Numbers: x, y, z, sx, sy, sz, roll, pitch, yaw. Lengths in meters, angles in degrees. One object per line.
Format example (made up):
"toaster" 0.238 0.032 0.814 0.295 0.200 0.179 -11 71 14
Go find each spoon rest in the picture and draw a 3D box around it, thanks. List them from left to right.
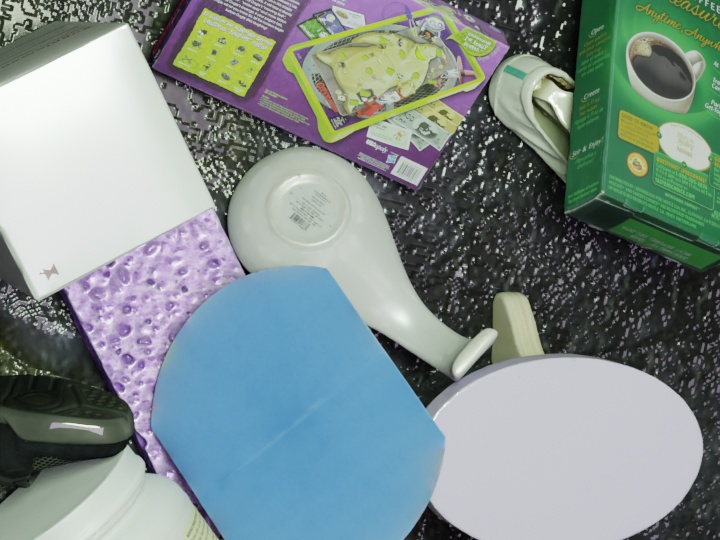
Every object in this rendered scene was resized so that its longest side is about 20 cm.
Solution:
"spoon rest" 0.000 0.000 1.494 0.200 0.061 0.099 41 76 14

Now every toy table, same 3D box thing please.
"toy table" 0.112 0.111 1.535 0.200 0.117 0.184 12 92 -20

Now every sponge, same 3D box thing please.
"sponge" -0.106 0.067 1.503 0.111 0.030 0.200 -28 104 -14

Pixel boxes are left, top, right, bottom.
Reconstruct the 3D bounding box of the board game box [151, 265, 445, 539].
"board game box" -0.036 0.099 1.460 0.158 0.039 0.200 -40 73 15

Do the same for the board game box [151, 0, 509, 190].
"board game box" -0.019 -0.142 1.485 0.200 0.032 0.120 24 119 -20

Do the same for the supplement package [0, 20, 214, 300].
"supplement package" -0.184 -0.070 1.372 0.120 0.200 0.121 -28 104 -14

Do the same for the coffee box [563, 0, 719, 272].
"coffee box" 0.199 -0.110 1.527 0.123 0.044 0.200 21 61 -28

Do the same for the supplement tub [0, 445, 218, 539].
"supplement tub" -0.139 0.219 1.446 0.145 0.145 0.200 -38 106 -11

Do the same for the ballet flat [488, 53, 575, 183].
"ballet flat" 0.171 -0.073 1.562 0.200 0.069 0.069 38 83 -19

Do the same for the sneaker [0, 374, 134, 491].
"sneaker" -0.233 0.126 1.426 0.199 0.076 0.114 -4 106 4
